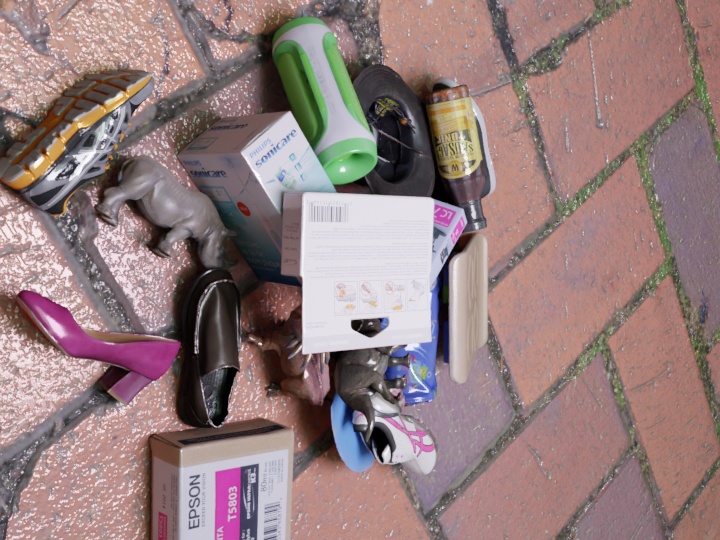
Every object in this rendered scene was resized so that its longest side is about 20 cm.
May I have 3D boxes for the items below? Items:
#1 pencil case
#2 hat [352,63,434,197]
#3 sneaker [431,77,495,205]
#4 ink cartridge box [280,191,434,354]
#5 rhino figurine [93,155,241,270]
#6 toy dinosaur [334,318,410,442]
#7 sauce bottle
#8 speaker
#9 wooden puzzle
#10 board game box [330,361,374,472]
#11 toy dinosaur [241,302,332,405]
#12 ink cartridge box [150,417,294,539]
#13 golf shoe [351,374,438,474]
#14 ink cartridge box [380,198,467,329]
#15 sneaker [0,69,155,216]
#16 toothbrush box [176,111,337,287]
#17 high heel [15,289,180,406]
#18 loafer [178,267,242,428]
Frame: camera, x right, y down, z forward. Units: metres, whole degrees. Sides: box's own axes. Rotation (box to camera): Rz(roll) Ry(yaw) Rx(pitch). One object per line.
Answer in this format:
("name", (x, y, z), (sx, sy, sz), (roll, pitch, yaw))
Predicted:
("pencil case", (0.074, 0.090, 1.283), (0.087, 0.078, 0.201), (3, 86, -16))
("hat", (0.018, -0.168, 1.221), (0.200, 0.081, 0.201), (16, 70, -49))
("sneaker", (0.132, -0.173, 1.321), (0.099, 0.071, 0.200), (-43, 124, -34))
("ink cartridge box", (0.000, 0.000, 1.056), (0.200, 0.045, 0.177), (-1, 94, -40))
("rhino figurine", (-0.211, -0.057, 1.056), (0.200, 0.060, 0.088), (37, 74, -38))
("toy dinosaur", (0.008, 0.125, 1.154), (0.077, 0.102, 0.200), (71, 24, -63))
("sauce bottle", (0.138, -0.153, 1.263), (0.066, 0.066, 0.200), (-20, 100, -37))
("speaker", (-0.045, -0.207, 1.105), (0.088, 0.088, 0.200), (0, 61, -40))
("wooden puzzle", (0.149, 0.049, 1.341), (0.200, 0.046, 0.186), (-33, 123, -69))
("board game box", (-0.012, 0.170, 1.245), (0.158, 0.039, 0.200), (59, 38, -48))
("toy dinosaur", (-0.068, 0.114, 1.138), (0.086, 0.135, 0.200), (-39, 124, -32))
("ink cartridge box", (-0.168, 0.294, 1.118), (0.165, 0.075, 0.201), (-3, 97, -41))
("golf shoe", (0.040, 0.228, 1.230), (0.200, 0.072, 0.092), (55, 44, -38))
("ink cartridge box", (0.047, -0.014, 1.236), (0.200, 0.119, 0.042), (-60, 153, -16))
("sneaker", (-0.292, -0.142, 0.976), (0.200, 0.078, 0.077), (-48, 135, -22))
("toothbrush box", (-0.103, -0.082, 1.086), (0.085, 0.146, 0.200), (-45, 121, -27))
("high heel", (-0.284, 0.061, 1.000), (0.096, 0.067, 0.200), (-48, 138, -14))
("loafer", (-0.168, 0.097, 1.089), (0.073, 0.071, 0.200), (-5, 104, -40))
